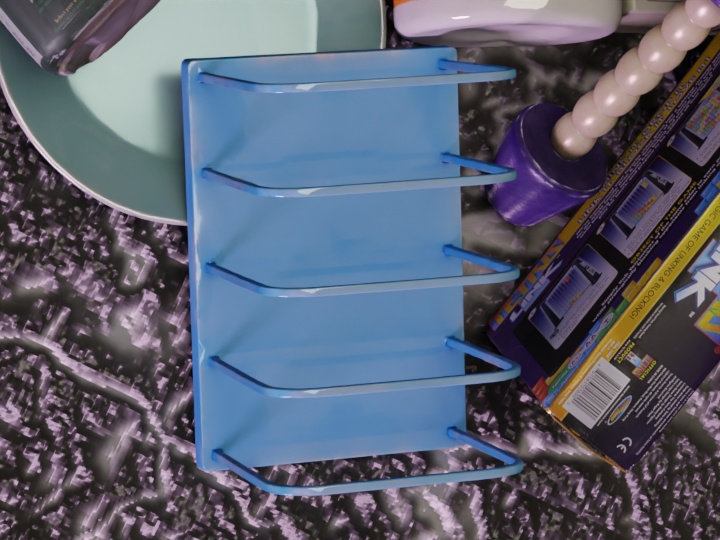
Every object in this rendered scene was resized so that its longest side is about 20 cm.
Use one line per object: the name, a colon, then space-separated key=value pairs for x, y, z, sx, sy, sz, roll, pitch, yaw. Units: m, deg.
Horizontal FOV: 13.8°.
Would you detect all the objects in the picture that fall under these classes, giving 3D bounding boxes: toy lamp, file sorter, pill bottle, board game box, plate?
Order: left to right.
plate: x=-0.085 y=-0.121 z=1.466 sx=0.199 sy=0.026 sz=0.201 roll=1 pitch=86 yaw=-17
file sorter: x=0.000 y=0.000 z=1.416 sx=0.138 sy=0.123 sz=0.201 roll=-4 pitch=99 yaw=-18
pill bottle: x=0.070 y=-0.215 z=1.469 sx=0.114 sy=0.114 sz=0.201 roll=-1 pitch=87 yaw=-16
toy lamp: x=0.128 y=-0.088 z=1.445 sx=0.058 sy=0.200 sz=0.058 roll=20 pitch=49 yaw=-25
board game box: x=0.153 y=-0.014 z=1.430 sx=0.057 sy=0.165 sz=0.200 roll=37 pitch=95 yaw=-12

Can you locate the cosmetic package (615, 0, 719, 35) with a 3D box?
cosmetic package: x=0.168 y=-0.223 z=1.519 sx=0.103 sy=0.073 sz=0.201 roll=2 pitch=86 yaw=-17

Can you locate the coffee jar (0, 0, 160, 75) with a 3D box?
coffee jar: x=-0.172 y=-0.194 z=1.391 sx=0.104 sy=0.085 sz=0.200 roll=-44 pitch=86 yaw=5
